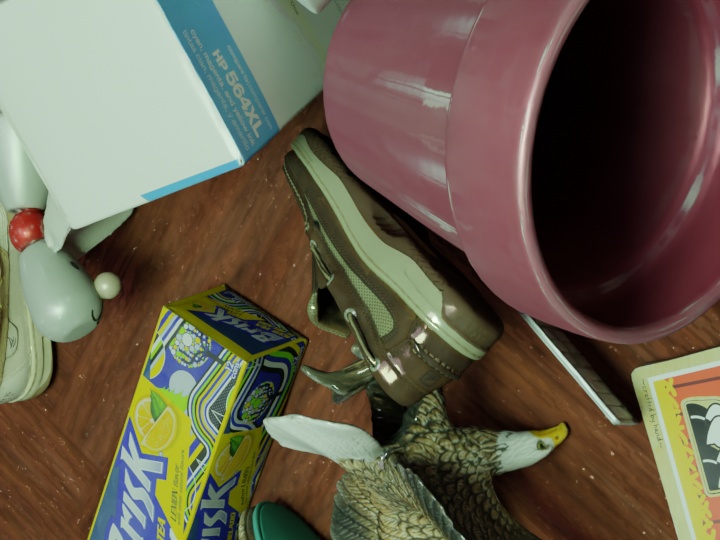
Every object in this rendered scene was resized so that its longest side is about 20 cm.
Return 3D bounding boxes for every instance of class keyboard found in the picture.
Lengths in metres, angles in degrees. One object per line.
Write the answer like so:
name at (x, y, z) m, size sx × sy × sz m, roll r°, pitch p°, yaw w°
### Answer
keyboard at (0.077, 0.006, 1.126) m, size 0.011 × 0.056 × 0.200 m, roll -41°, pitch 75°, yaw 5°

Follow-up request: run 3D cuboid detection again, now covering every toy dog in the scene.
toy dog at (-0.174, -0.067, 1.261) m, size 0.096 × 0.132 × 0.200 m, roll -20°, pitch 97°, yaw 5°

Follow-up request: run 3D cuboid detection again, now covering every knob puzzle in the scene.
knob puzzle at (0.241, 0.116, 1.053) m, size 0.219 × 0.030 × 0.220 m, roll 8°, pitch 105°, yaw 33°

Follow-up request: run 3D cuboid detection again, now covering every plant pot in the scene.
plant pot at (0.086, -0.081, 1.030) m, size 0.179 × 0.200 × 0.200 m, roll 19°, pitch 112°, yaw 47°

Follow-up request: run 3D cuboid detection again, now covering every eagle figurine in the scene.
eagle figurine at (0.053, 0.126, 1.130) m, size 0.151 × 0.152 × 0.200 m, roll -21°, pitch 83°, yaw 16°

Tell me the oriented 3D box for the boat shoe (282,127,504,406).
boat shoe at (-0.004, -0.003, 1.102) m, size 0.075 × 0.075 × 0.202 m, roll -49°, pitch 36°, yaw 9°

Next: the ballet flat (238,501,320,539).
ballet flat at (-0.027, 0.211, 1.201) m, size 0.065 × 0.070 × 0.200 m, roll -62°, pitch 38°, yaw 18°

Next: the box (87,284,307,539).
box at (-0.103, 0.115, 1.270) m, size 0.070 × 0.064 × 0.200 m, roll 32°, pitch 118°, yaw 25°

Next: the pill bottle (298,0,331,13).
pill bottle at (0.016, -0.226, 1.034) m, size 0.111 × 0.111 × 0.200 m, roll 43°, pitch 92°, yaw 19°

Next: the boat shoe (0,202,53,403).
boat shoe at (-0.249, -0.011, 1.337) m, size 0.074 × 0.069 × 0.200 m, roll -14°, pitch 91°, yaw 37°

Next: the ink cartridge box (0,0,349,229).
ink cartridge box at (-0.089, -0.134, 1.135) m, size 0.128 × 0.200 × 0.125 m, roll -18°, pitch 108°, yaw 36°
